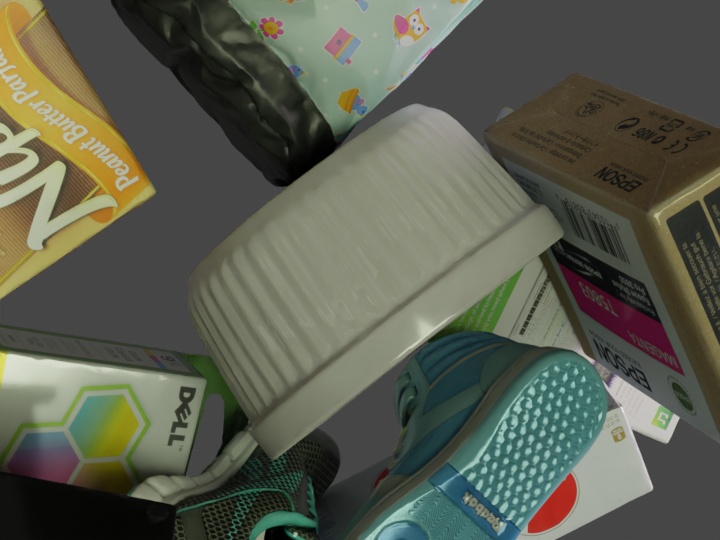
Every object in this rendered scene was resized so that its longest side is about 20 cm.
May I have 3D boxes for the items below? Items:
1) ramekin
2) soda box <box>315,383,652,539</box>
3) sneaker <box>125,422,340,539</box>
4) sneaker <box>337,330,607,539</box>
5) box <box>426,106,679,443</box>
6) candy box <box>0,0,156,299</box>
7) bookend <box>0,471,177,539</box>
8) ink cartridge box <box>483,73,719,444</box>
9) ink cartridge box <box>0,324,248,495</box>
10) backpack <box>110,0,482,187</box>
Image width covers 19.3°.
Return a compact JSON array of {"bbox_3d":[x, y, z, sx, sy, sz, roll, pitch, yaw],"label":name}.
[{"bbox_3d":[0.000,0.000,1.127,0.200,0.200,0.105,-38,88,-9],"label":"ramekin"},{"bbox_3d":[0.066,0.134,1.249,0.199,0.064,0.068,-26,119,-3],"label":"soda box"},{"bbox_3d":[-0.053,0.142,1.164,0.200,0.091,0.078,-28,133,-58],"label":"sneaker"},{"bbox_3d":[0.037,0.114,1.174,0.200,0.130,0.080,-43,114,-11],"label":"sneaker"},{"bbox_3d":[0.137,0.006,1.280,0.199,0.036,0.145,24,95,-29],"label":"box"},{"bbox_3d":[-0.206,-0.092,1.084,0.115,0.055,0.201,-35,116,-12],"label":"candy box"},{"bbox_3d":[-0.208,0.198,1.035,0.198,0.092,0.201,12,123,-7],"label":"bookend"},{"bbox_3d":[0.165,-0.006,1.156,0.075,0.200,0.165,-31,114,-12],"label":"ink cartridge box"},{"bbox_3d":[-0.147,0.094,1.165,0.199,0.059,0.104,10,101,-26],"label":"ink cartridge box"},{"bbox_3d":[-0.011,-0.158,1.112,0.200,0.126,0.167,-45,114,-9],"label":"backpack"}]
